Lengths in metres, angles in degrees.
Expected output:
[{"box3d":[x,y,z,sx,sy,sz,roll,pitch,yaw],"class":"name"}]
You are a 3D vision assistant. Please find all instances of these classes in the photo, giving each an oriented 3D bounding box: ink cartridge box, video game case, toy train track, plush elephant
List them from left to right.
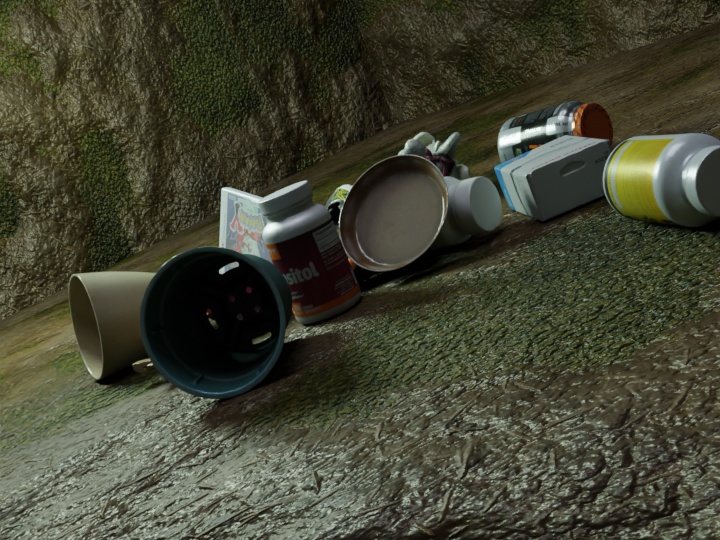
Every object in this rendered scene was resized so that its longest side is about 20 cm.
[{"box3d":[-0.260,0.139,1.568,0.198,0.033,0.115,-14,6,14],"class":"toy train track"},{"box3d":[-0.198,-0.043,1.790,0.023,0.184,0.199,-5,15,-36],"class":"video game case"},{"box3d":[0.154,-0.210,2.020,0.156,0.164,0.200,-59,4,-29],"class":"plush elephant"},{"box3d":[0.320,-0.155,1.643,0.144,0.084,0.200,-23,11,-3],"class":"ink cartridge box"}]

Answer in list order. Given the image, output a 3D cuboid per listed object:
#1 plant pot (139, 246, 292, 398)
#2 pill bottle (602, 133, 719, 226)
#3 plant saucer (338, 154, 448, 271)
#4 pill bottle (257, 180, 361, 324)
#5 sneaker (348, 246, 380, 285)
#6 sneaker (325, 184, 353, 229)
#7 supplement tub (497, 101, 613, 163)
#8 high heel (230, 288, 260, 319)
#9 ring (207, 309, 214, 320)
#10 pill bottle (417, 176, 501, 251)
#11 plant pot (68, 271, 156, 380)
[{"box3d":[-0.184,0.058,1.413,0.198,0.202,0.196,-21,4,9],"class":"plant pot"},{"box3d":[0.393,-0.112,1.241,0.111,0.113,0.200,-24,11,-10],"class":"pill bottle"},{"box3d":[0.057,-0.088,1.598,0.198,0.202,0.032,-17,-29,24],"class":"plant saucer"},{"box3d":[-0.083,-0.029,1.551,0.112,0.202,0.113,-21,11,4],"class":"pill bottle"},{"box3d":[0.000,0.000,1.647,0.198,0.070,0.091,-8,48,15],"class":"sneaker"},{"box3d":[-0.034,-0.113,1.818,0.084,0.075,0.200,-25,5,-23],"class":"sneaker"},{"box3d":[0.365,-0.246,1.880,0.122,0.124,0.199,-31,13,-36],"class":"supplement tub"},{"box3d":[-0.130,0.016,1.680,0.199,0.097,0.067,-32,30,-27],"class":"high heel"},{"box3d":[-0.259,0.071,1.724,0.200,0.019,0.200,-44,-2,-2],"class":"ring"},{"box3d":[0.127,-0.093,1.654,0.199,0.115,0.114,-11,16,43],"class":"pill bottle"},{"box3d":[-0.395,0.077,1.789,0.198,0.190,0.187,-14,6,-29],"class":"plant pot"}]
